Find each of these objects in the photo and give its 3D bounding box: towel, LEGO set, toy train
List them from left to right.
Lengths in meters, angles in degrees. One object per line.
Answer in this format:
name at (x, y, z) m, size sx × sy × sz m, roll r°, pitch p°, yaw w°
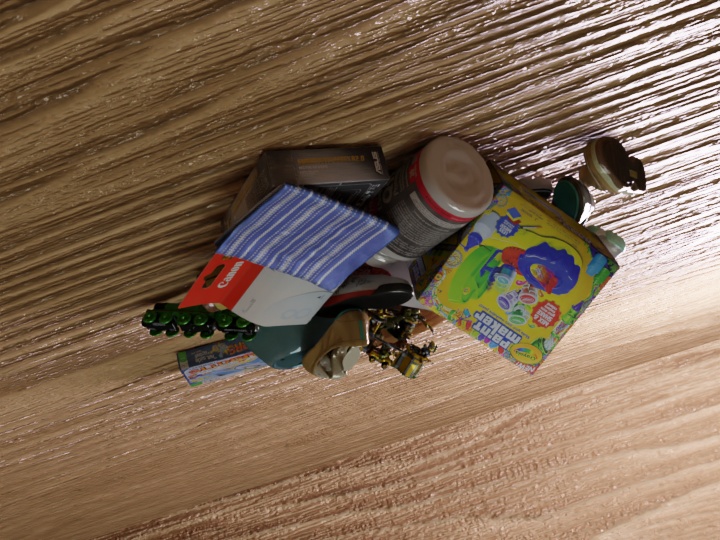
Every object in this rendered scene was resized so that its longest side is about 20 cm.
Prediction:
toy train at (-0.233, 0.070, 1.580) m, size 0.198 × 0.057 × 0.042 m, roll 2°, pitch 134°, yaw 23°
towel at (-0.063, -0.037, 1.315) m, size 0.199 × 0.024 × 0.144 m, roll 19°, pitch 135°, yaw -42°
LEGO set at (0.054, 0.062, 1.645) m, size 0.116 × 0.153 × 0.200 m, roll -58°, pitch -173°, yaw 17°

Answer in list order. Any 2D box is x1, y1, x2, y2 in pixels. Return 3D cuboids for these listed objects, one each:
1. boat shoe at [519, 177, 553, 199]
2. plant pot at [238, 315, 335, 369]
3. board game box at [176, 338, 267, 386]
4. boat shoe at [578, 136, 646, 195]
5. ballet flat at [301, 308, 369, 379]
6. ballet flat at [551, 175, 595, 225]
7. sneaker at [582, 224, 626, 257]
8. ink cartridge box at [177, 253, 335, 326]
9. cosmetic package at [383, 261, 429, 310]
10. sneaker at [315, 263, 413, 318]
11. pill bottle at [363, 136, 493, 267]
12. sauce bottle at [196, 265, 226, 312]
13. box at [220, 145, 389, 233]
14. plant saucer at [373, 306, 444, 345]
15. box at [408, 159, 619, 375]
boat shoe at (0.193, -0.077, 1.564) m, size 0.198 × 0.068 × 0.072 m, roll -18°, pitch 162°, yaw -2°
plant pot at (-0.108, 0.074, 1.648) m, size 0.198 × 0.136 × 0.200 m, roll -15°, pitch 162°, yaw -5°
board game box at (-0.226, 0.157, 1.949) m, size 0.198 × 0.035 × 0.136 m, roll -15°, pitch 162°, yaw -4°
boat shoe at (0.348, -0.139, 1.531) m, size 0.076 × 0.072 × 0.199 m, roll -8°, pitch 166°, yaw 30°
ballet flat at (-0.037, 0.124, 1.549) m, size 0.068 × 0.064 × 0.200 m, roll -6°, pitch 154°, yaw -22°
ballet flat at (0.314, -0.090, 1.583) m, size 0.063 × 0.068 × 0.200 m, roll -22°, pitch 158°, yaw -14°
sneaker at (0.289, 0.014, 1.553) m, size 0.078 × 0.141 × 0.199 m, roll 34°, pitch 153°, yaw -33°
ink cartridge box at (-0.125, 0.022, 1.440) m, size 0.199 × 0.048 × 0.160 m, roll -4°, pitch 151°, yaw -36°
cosmetic package at (0.100, -0.006, 1.620) m, size 0.081 × 0.114 × 0.199 m, roll -32°, pitch 158°, yaw 25°
sneaker at (-0.001, 0.000, 1.508) m, size 0.067 × 0.109 × 0.201 m, roll 17°, pitch 160°, yaw -36°
pill bottle at (0.072, -0.080, 1.390) m, size 0.110 × 0.112 × 0.200 m, roll -1°, pitch 157°, yaw -37°
sauce bottle at (-0.136, 0.001, 1.524) m, size 0.198 × 0.067 × 0.066 m, roll -18°, pitch 162°, yaw 14°
box at (-0.074, -0.087, 1.347) m, size 0.157 × 0.049 × 0.200 m, roll -6°, pitch 159°, yaw -25°
plant saucer at (0.079, 0.073, 1.843) m, size 0.199 × 0.038 × 0.200 m, roll -22°, pitch -168°, yaw 5°
box at (0.202, -0.004, 1.444) m, size 0.199 × 0.122 × 0.193 m, roll 32°, pitch 107°, yaw -15°
